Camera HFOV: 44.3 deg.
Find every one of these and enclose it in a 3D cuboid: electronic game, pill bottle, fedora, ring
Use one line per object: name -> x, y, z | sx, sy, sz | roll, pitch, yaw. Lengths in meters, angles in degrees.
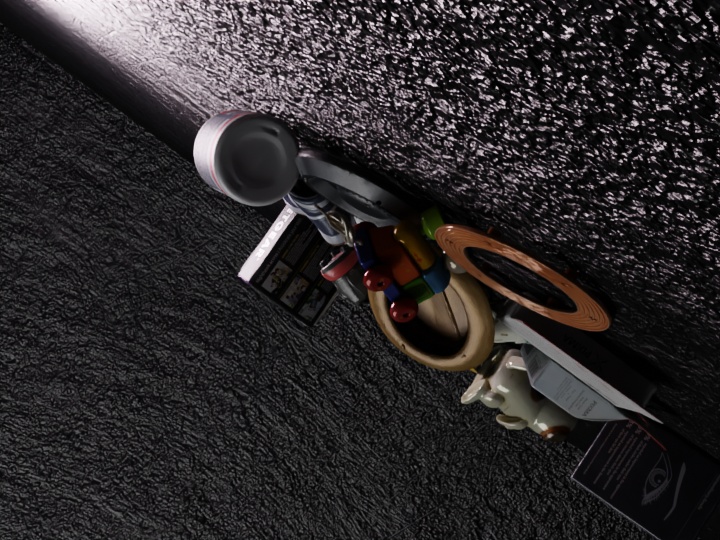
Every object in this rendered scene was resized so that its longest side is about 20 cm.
electronic game -> 0.010, -0.091, 1.070 | 0.199, 0.042, 0.200 | 28, 174, 3
pill bottle -> -0.164, -0.159, 1.215 | 0.119, 0.120, 0.200 | 37, 176, -25
fedora -> 0.103, 0.036, 1.163 | 0.199, 0.082, 0.202 | 20, 132, 23
ring -> 0.166, 0.004, 0.902 | 0.199, 0.019, 0.201 | 30, 170, 6

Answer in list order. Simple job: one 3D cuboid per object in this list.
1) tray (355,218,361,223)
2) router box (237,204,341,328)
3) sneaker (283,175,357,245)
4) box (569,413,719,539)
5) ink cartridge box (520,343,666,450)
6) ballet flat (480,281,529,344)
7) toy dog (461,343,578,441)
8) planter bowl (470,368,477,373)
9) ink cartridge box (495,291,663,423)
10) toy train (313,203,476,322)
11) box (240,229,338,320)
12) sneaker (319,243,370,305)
tray -> 0.019, -0.074, 1.340 | 0.107, 0.022, 0.200 | 36, 176, -13
router box -> -0.084, -0.029, 1.455 | 0.149, 0.201, 0.051 | 39, 172, -33
sneaker -> -0.080, -0.124, 1.288 | 0.200, 0.070, 0.109 | 45, 173, 47
box -> 0.448, 0.321, 1.368 | 0.199, 0.149, 0.104 | 35, 176, 22
ink cartridge box -> 0.319, 0.176, 1.238 | 0.199, 0.047, 0.160 | 38, -168, -3
ballet flat -> 0.177, 0.059, 1.218 | 0.199, 0.075, 0.074 | 35, 176, 18
toy dog -> 0.330, 0.237, 1.702 | 0.199, 0.140, 0.194 | 38, 139, -6
planter bowl -> 0.169, 0.109, 1.738 | 0.200, 0.084, 0.200 | 35, 175, 3
ink cartridge box -> 0.269, 0.101, 1.075 | 0.199, 0.045, 0.176 | 36, 177, 0
toy train -> 0.046, -0.037, 0.971 | 0.200, 0.115, 0.085 | 50, -164, -47
box -> -0.128, -0.018, 1.948 | 0.131, 0.201, 0.199 | 40, 174, -33
sneaker -> 0.000, 0.000, 1.336 | 0.098, 0.071, 0.200 | 52, -166, -4
